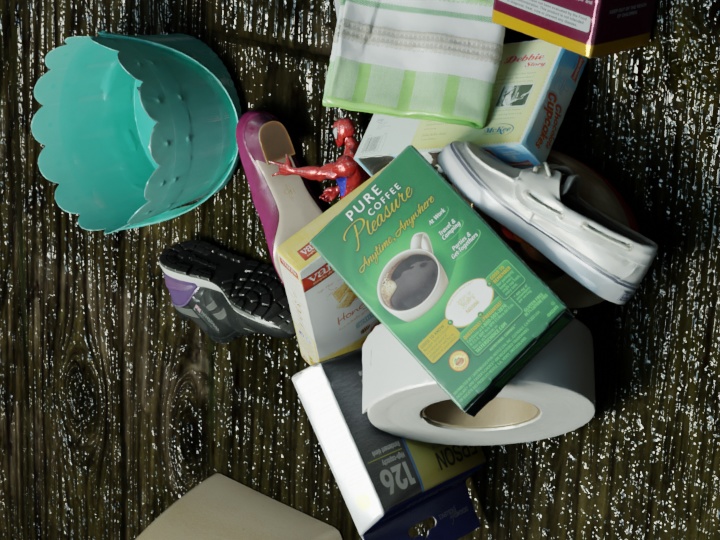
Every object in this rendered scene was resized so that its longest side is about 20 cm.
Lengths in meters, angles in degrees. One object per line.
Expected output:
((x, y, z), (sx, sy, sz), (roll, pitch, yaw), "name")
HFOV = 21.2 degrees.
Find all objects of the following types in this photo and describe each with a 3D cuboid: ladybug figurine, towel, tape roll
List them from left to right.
((0.053, -0.227, 1.652), (0.149, 0.031, 0.200), (8, 78, 11), "towel")
((0.103, 0.093, 1.682), (0.202, 0.202, 0.071), (-22, 60, 46), "tape roll")
((0.168, -0.042, 1.673), (0.200, 0.072, 0.136), (30, 122, 35), "ladybug figurine")

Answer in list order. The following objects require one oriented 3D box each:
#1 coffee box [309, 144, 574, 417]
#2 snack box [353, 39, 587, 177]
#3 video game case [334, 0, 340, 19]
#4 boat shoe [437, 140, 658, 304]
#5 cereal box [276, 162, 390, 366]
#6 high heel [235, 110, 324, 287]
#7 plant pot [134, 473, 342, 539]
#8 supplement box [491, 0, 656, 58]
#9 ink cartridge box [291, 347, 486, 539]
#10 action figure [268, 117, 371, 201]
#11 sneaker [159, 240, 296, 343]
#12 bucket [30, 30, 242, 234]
((0.066, 0.007, 1.581), (0.123, 0.044, 0.200), (-46, 69, 4), "coffee box")
((0.094, -0.141, 1.690), (0.200, 0.116, 0.037), (-1, 147, 45), "snack box")
((0.036, -0.316, 1.752), (0.182, 0.022, 0.200), (1, 104, 44), "video game case")
((0.154, -0.055, 1.581), (0.200, 0.072, 0.066), (40, 111, 20), "boat shoe")
((0.000, 0.000, 1.742), (0.040, 0.144, 0.200), (45, 164, 25), "cereal box")
((-0.076, -0.064, 1.935), (0.096, 0.067, 0.200), (-149, 47, -70), "high heel")
((-0.154, 0.359, 2.045), (0.200, 0.177, 0.200), (20, 116, 40), "plant pot")
((0.185, -0.287, 1.567), (0.110, 0.086, 0.200), (26, 121, 37), "supplement box")
((0.041, 0.162, 1.773), (0.047, 0.198, 0.200), (-28, 84, 32), "ink cartridge box")
((-0.025, -0.049, 1.863), (0.099, 0.065, 0.200), (4, 106, 32), "action figure")
((-0.124, 0.039, 2.002), (0.200, 0.076, 0.088), (26, 135, 41), "sneaker")
((-0.226, -0.148, 1.980), (0.207, 0.135, 0.207), (17, 115, 42), "bucket")
